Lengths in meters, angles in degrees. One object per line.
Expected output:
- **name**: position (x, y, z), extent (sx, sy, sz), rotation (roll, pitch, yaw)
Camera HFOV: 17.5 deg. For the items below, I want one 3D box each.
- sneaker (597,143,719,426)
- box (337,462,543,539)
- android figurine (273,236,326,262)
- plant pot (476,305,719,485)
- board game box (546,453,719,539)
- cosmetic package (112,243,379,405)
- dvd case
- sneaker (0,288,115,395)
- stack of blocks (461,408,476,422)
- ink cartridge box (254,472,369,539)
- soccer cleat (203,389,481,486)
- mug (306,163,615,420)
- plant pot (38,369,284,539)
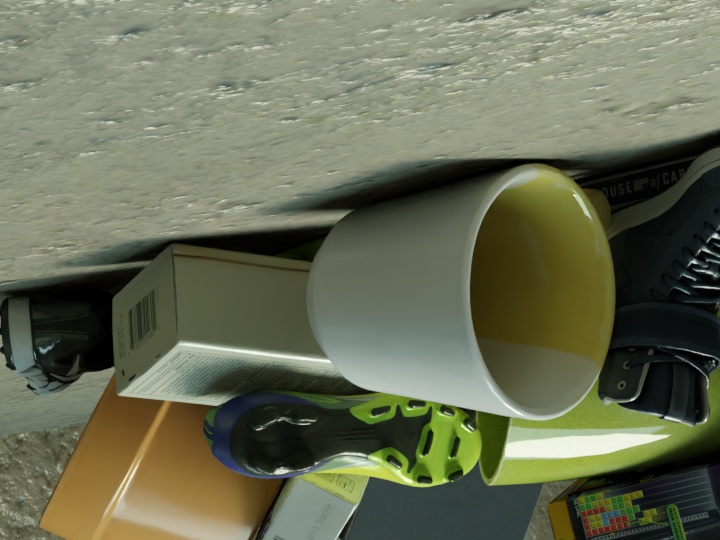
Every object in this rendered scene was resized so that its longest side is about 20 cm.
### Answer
- **sneaker**: position (0.209, 0.013, 1.408), extent (0.077, 0.147, 0.202), rotation (18, 152, -23)
- **box**: position (0.032, 0.161, 1.875), extent (0.148, 0.107, 0.200), rotation (19, -178, -24)
- **android figurine**: position (0.000, 0.000, 1.659), extent (0.182, 0.041, 0.200), rotation (-6, 172, -31)
- **plant pot**: position (0.193, 0.065, 1.641), extent (0.199, 0.188, 0.187), rotation (5, 173, -5)
- **board game box**: position (0.235, 0.161, 1.692), extent (0.165, 0.057, 0.200), rotation (-16, 179, 15)
- **cosmetic package**: position (-0.054, 0.044, 1.552), extent (0.199, 0.073, 0.103), rotation (8, 154, -30)
- **dvd case**: position (0.228, -0.056, 1.520), extent (0.200, 0.025, 0.150), rotation (-12, 174, 36)
- **sneaker**: position (-0.206, 0.052, 1.710), extent (0.090, 0.067, 0.200), rotation (-7, 172, 0)
- **stack of blocks**: position (0.139, 0.101, 1.841), extent (0.115, 0.059, 0.200), rotation (11, -177, -19)
- **ink cartridge box**: position (-0.021, 0.132, 1.677), extent (0.050, 0.200, 0.109), rotation (27, 126, -4)
- **soccer cleat**: position (-0.011, 0.107, 1.564), extent (0.200, 0.065, 0.084), rotation (4, -174, -31)
- **mug**: position (0.062, 0.017, 1.427), extent (0.153, 0.150, 0.186), rotation (-3, 173, 41)
- **plant pot**: position (-0.124, 0.125, 1.673), extent (0.140, 0.201, 0.200), rotation (28, 172, -2)
